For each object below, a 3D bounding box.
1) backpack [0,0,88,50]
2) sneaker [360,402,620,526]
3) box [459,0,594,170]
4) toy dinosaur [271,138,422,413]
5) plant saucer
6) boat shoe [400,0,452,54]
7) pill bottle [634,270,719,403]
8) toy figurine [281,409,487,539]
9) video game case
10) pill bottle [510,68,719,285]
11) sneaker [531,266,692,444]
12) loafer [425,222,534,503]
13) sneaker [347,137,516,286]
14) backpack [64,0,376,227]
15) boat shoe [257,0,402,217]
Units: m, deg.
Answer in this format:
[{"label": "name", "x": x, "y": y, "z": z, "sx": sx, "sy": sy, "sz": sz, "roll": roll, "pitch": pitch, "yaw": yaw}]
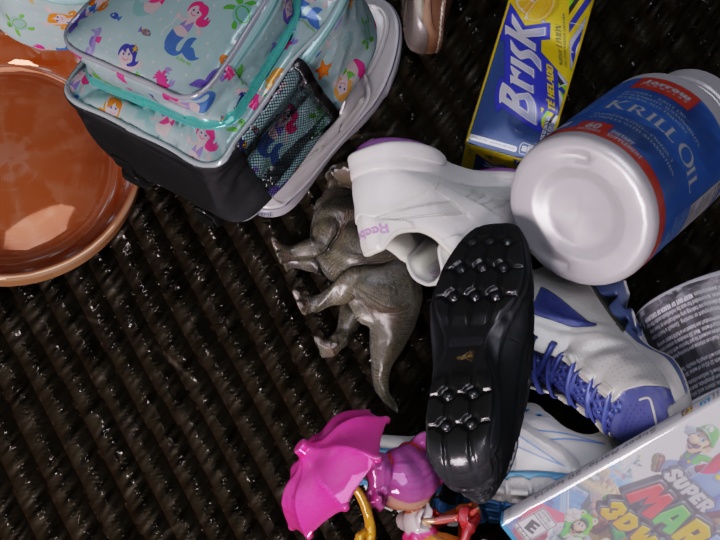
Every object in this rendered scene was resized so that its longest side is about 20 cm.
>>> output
[{"label": "backpack", "x": -0.227, "y": -0.270, "z": 1.434, "sx": 0.177, "sy": 0.151, "sz": 0.200, "roll": -31, "pitch": 80, "yaw": -31}, {"label": "sneaker", "x": 0.092, "y": 0.131, "z": 1.360, "sx": 0.199, "sy": 0.075, "sz": 0.087, "roll": 9, "pitch": 55, "yaw": -4}, {"label": "box", "x": 0.131, "y": -0.159, "z": 1.463, "sx": 0.064, "sy": 0.070, "sz": 0.200, "roll": 16, "pitch": 69, "yaw": 4}, {"label": "toy dinosaur", "x": 0.000, "y": 0.000, "z": 1.390, "sx": 0.102, "sy": 0.077, "sz": 0.200, "roll": -24, "pitch": 69, "yaw": 0}, {"label": "plant saucer", "x": -0.259, "y": -0.082, "z": 1.421, "sx": 0.200, "sy": 0.032, "sz": 0.201, "roll": 2, "pitch": 69, "yaw": -5}, {"label": "boat shoe", "x": 0.074, "y": -0.258, "z": 1.495, "sx": 0.072, "sy": 0.076, "sz": 0.200, "roll": 10, "pitch": 70, "yaw": -3}, {"label": "pill bottle", "x": 0.272, "y": 0.107, "z": 1.356, "sx": 0.106, "sy": 0.106, "sz": 0.200, "roll": -15, "pitch": 73, "yaw": -10}, {"label": "toy figurine", "x": 0.028, "y": 0.177, "z": 1.265, "sx": 0.200, "sy": 0.150, "sz": 0.185, "roll": -17, "pitch": 94, "yaw": -33}, {"label": "video game case", "x": 0.214, "y": 0.169, "z": 1.284, "sx": 0.200, "sy": 0.018, "sz": 0.143, "roll": -32, "pitch": 107, "yaw": 19}, {"label": "pill bottle", "x": 0.199, "y": -0.076, "z": 1.382, "sx": 0.112, "sy": 0.112, "sz": 0.200, "roll": 41, "pitch": 39, "yaw": 10}, {"label": "sneaker", "x": 0.146, "y": 0.068, "z": 1.351, "sx": 0.115, "sy": 0.081, "sz": 0.200, "roll": -11, "pitch": 47, "yaw": -14}, {"label": "loafer", "x": 0.081, "y": 0.059, "z": 1.289, "sx": 0.068, "sy": 0.070, "sz": 0.201, "roll": -3, "pitch": 54, "yaw": 19}, {"label": "sneaker", "x": 0.073, "y": -0.028, "z": 1.384, "sx": 0.200, "sy": 0.075, "sz": 0.100, "roll": 12, "pitch": 68, "yaw": -33}, {"label": "backpack", "x": -0.094, "y": -0.159, "z": 1.351, "sx": 0.177, "sy": 0.151, "sz": 0.200, "roll": 27, "pitch": 67, "yaw": 33}, {"label": "boat shoe", "x": -0.026, "y": -0.130, "z": 1.441, "sx": 0.073, "sy": 0.065, "sz": 0.200, "roll": 25, "pitch": 69, "yaw": 5}]
